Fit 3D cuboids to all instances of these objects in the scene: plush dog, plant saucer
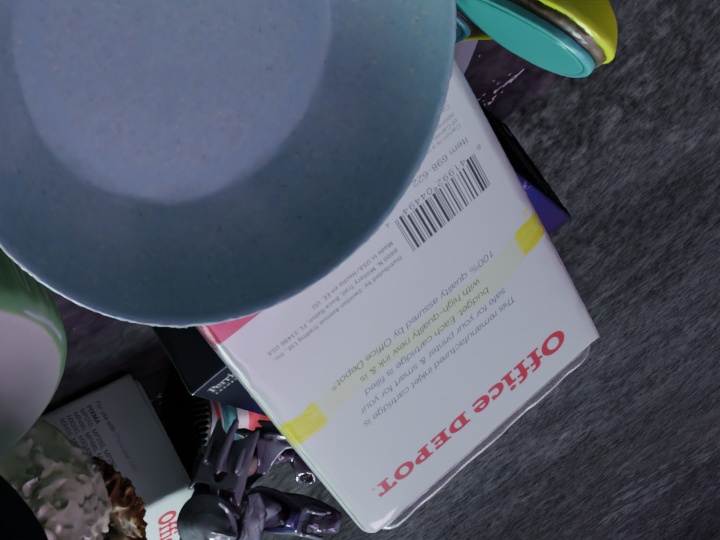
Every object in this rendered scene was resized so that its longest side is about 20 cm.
[{"bbox_3d":[-0.189,0.151,0.844,0.199,0.173,0.160,24,153,-29],"label":"plush dog"},{"bbox_3d":[-0.059,-0.082,0.599,0.200,0.039,0.202,-11,111,-29],"label":"plant saucer"}]

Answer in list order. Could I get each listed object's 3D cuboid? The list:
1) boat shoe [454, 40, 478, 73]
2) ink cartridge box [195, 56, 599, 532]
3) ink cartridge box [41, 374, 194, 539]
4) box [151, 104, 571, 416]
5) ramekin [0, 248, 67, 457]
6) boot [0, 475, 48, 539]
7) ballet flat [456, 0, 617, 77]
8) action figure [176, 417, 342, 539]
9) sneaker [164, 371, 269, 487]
[{"bbox_3d":[-0.010,-0.064,0.810,0.201,0.067,0.074,-59,-171,4],"label":"boat shoe"},{"bbox_3d":[0.000,0.000,0.744,0.145,0.083,0.200,-39,134,-7],"label":"ink cartridge box"},{"bbox_3d":[-0.199,0.163,0.994,0.199,0.085,0.145,-26,156,-18],"label":"ink cartridge box"},{"bbox_3d":[-0.002,-0.010,0.926,0.200,0.079,0.141,-39,154,12],"label":"box"},{"bbox_3d":[-0.218,0.032,0.696,0.199,0.098,0.200,-28,157,-13],"label":"ramekin"},{"bbox_3d":[-0.198,0.118,0.668,0.097,0.075,0.200,-37,159,1],"label":"boot"},{"bbox_3d":[0.053,-0.122,0.689,0.067,0.200,0.067,35,86,-22],"label":"ballet flat"},{"bbox_3d":[-0.064,0.149,0.977,0.131,0.069,0.200,-63,170,-7],"label":"action figure"},{"bbox_3d":[-0.076,0.118,1.082,0.093,0.071,0.200,-16,149,-22],"label":"sneaker"}]
